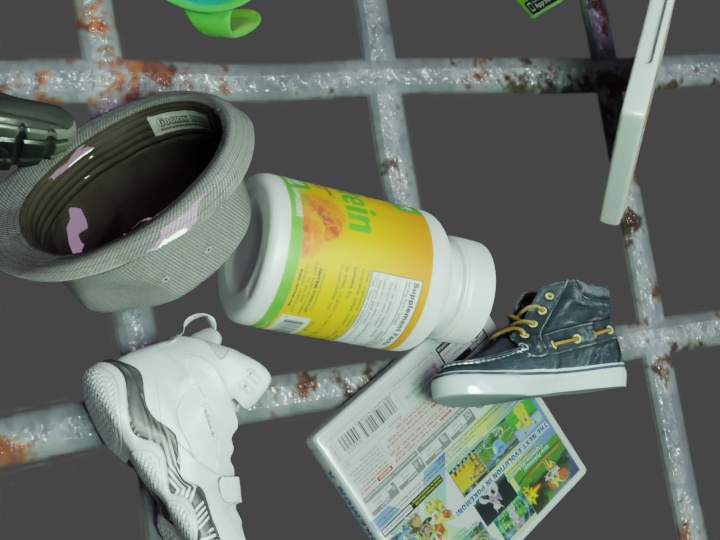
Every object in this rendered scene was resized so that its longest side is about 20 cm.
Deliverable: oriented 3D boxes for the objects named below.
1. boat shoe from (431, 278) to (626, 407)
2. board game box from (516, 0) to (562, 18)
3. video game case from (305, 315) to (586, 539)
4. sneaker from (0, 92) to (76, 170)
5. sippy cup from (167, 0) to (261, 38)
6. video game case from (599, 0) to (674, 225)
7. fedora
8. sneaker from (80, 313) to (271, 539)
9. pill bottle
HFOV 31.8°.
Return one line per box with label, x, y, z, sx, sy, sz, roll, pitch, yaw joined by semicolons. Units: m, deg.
boat shoe;0.133;0.059;1.031;0.198;0.071;0.092;-1;78;-37
board game box;0.193;-0.386;1.100;0.200;0.199;0.200;46;62;-13
video game case;0.075;0.151;1.027;0.199;0.022;0.183;-38;99;-31
sneaker;-0.287;-0.120;0.842;0.197;0.075;0.080;8;67;-20
sippy cup;-0.099;-0.278;0.946;0.139;0.178;0.131;37;33;-5
video game case;0.245;-0.162;1.099;0.023;0.200;0.184;14;69;11
fedora;-0.154;-0.036;0.879;0.199;0.177;0.091;-37;132;-14
sneaker;-0.103;0.130;0.899;0.114;0.075;0.201;-33;93;-27
pill bottle;0.000;0.000;0.963;0.198;0.111;0.113;11;74;-27
